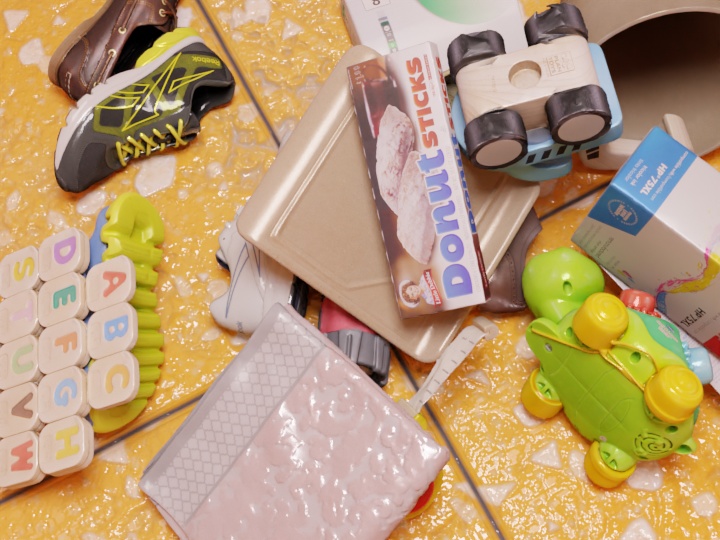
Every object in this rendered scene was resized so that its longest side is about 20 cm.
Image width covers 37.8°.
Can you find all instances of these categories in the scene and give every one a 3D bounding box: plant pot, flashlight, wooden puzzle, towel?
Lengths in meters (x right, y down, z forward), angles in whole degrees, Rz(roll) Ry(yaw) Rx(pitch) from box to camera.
[{"bbox_3d":[0.252,-0.229,0.955,0.184,0.188,0.202,-4,53,-1],"label":"plant pot"},{"bbox_3d":[0.000,0.000,0.910,0.067,0.067,0.202,-15,56,36],"label":"flashlight"},{"bbox_3d":[0.025,-0.053,0.859,0.199,0.037,0.186,34,80,-10],"label":"wooden puzzle"},{"bbox_3d":[-0.058,0.156,0.813,0.191,0.032,0.201,41,95,23],"label":"towel"}]

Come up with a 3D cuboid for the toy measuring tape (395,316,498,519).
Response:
[{"bbox_3d":[0.054,0.132,0.835,0.073,0.074,0.201,40,89,17],"label":"toy measuring tape"}]

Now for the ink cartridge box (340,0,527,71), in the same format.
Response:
[{"bbox_3d":[0.084,-0.206,1.006,0.159,0.050,0.202,-17,65,-6],"label":"ink cartridge box"}]

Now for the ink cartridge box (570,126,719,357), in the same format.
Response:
[{"bbox_3d":[0.274,-0.006,0.822,0.199,0.116,0.067,39,71,9],"label":"ink cartridge box"}]

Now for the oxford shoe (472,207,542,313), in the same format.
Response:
[{"bbox_3d":[0.123,-0.057,0.937,0.072,0.071,0.203,12,73,-13],"label":"oxford shoe"}]

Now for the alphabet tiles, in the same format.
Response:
[{"bbox_3d":[-0.260,0.069,0.857,0.194,0.015,0.203,-18,65,25],"label":"alphabet tiles"}]

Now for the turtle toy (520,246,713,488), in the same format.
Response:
[{"bbox_3d":[0.199,0.067,0.846,0.101,0.146,0.200,-29,68,-34],"label":"turtle toy"}]

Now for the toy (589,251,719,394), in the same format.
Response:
[{"bbox_3d":[0.295,0.032,0.899,0.115,0.047,0.200,-38,76,-21],"label":"toy"}]

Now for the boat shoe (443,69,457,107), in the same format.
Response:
[{"bbox_3d":[0.033,-0.117,0.912,0.200,0.063,0.073,-35,81,-30],"label":"boat shoe"}]

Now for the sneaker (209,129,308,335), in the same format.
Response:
[{"bbox_3d":[-0.082,-0.037,0.923,0.086,0.075,0.203,6,66,10],"label":"sneaker"}]

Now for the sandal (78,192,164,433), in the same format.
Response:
[{"bbox_3d":[-0.218,0.038,0.898,0.086,0.079,0.203,-10,68,31],"label":"sandal"}]

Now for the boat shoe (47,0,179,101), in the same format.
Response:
[{"bbox_3d":[-0.212,-0.239,1.012,0.070,0.070,0.201,30,78,21],"label":"boat shoe"}]

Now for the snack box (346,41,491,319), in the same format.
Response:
[{"bbox_3d":[0.045,-0.068,0.816,0.071,0.024,0.203,-12,91,21],"label":"snack box"}]

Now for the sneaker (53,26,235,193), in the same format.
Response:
[{"bbox_3d":[-0.195,-0.140,0.965,0.084,0.075,0.200,36,72,15],"label":"sneaker"}]

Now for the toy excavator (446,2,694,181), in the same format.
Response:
[{"bbox_3d":[0.175,-0.119,0.862,0.192,0.200,0.101,-15,65,8],"label":"toy excavator"}]
